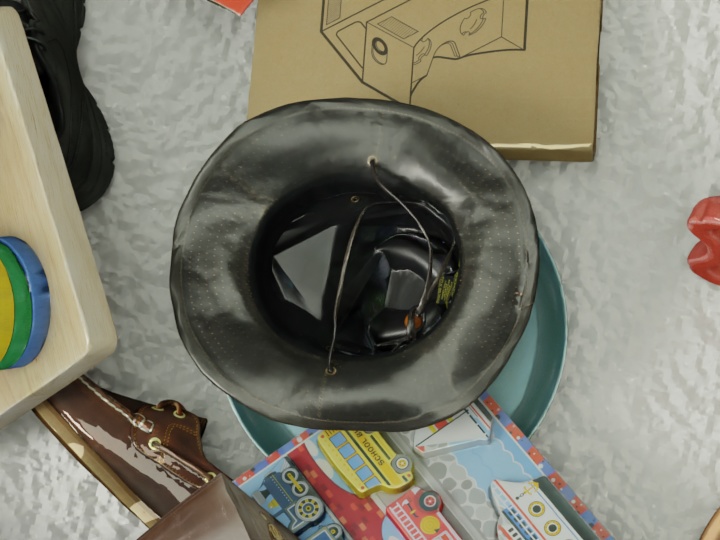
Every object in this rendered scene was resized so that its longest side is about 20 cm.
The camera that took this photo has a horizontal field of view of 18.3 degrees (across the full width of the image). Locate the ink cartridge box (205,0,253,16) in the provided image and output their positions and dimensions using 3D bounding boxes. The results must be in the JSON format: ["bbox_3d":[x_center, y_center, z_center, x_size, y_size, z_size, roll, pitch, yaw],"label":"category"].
[{"bbox_3d":[-0.126,-0.235,1.291,0.200,0.050,0.109,27,64,18],"label":"ink cartridge box"}]

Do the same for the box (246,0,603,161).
[{"bbox_3d":[0.039,-0.142,1.283,0.200,0.021,0.164,2,72,9],"label":"box"}]

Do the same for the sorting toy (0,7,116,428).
[{"bbox_3d":[-0.240,-0.011,1.225,0.199,0.070,0.200,-33,70,43],"label":"sorting toy"}]

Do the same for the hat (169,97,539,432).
[{"bbox_3d":[0.000,0.000,1.222,0.200,0.081,0.201,-1,82,8],"label":"hat"}]

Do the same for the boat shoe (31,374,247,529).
[{"bbox_3d":[-0.110,0.110,1.258,0.200,0.070,0.070,44,86,5],"label":"boat shoe"}]

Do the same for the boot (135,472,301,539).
[{"bbox_3d":[-0.099,0.225,1.157,0.200,0.064,0.186,-29,78,1],"label":"boot"}]

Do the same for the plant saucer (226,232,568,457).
[{"bbox_3d":[0.018,0.035,1.269,0.200,0.027,0.200,-1,82,9],"label":"plant saucer"}]

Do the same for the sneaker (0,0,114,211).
[{"bbox_3d":[-0.197,-0.134,1.295,0.076,0.091,0.200,-22,78,6],"label":"sneaker"}]

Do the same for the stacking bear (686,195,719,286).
[{"bbox_3d":[0.261,-0.088,1.213,0.114,0.121,0.200,17,77,13],"label":"stacking bear"}]

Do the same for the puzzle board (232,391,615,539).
[{"bbox_3d":[0.041,0.145,1.185,0.151,0.017,0.200,-35,63,-11],"label":"puzzle board"}]

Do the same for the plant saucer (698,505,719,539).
[{"bbox_3d":[0.274,0.189,1.205,0.200,0.032,0.200,-1,81,9],"label":"plant saucer"}]

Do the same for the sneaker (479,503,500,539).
[{"bbox_3d":[0.050,0.197,1.221,0.200,0.081,0.147,-5,69,14],"label":"sneaker"}]
